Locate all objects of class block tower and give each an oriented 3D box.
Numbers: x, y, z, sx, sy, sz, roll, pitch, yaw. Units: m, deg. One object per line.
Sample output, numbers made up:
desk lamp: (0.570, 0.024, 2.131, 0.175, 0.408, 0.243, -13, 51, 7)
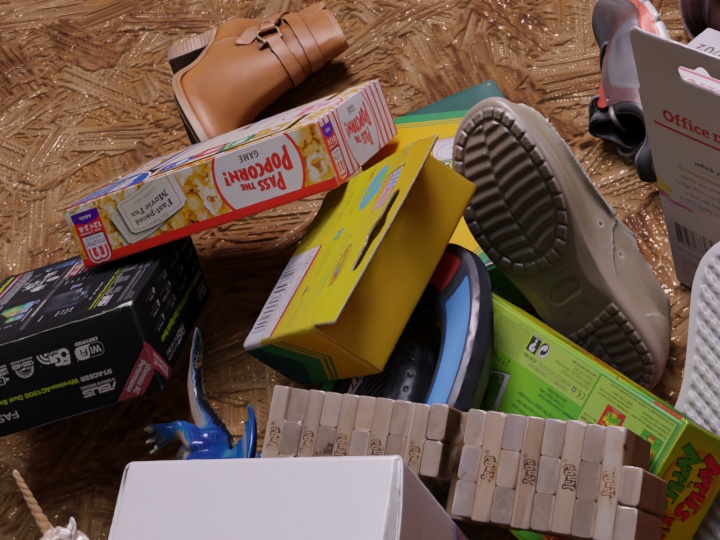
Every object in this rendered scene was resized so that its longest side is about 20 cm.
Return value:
block tower: (0.049, 0.097, 0.706, 0.197, 0.058, 0.055, 5, 77, 26)

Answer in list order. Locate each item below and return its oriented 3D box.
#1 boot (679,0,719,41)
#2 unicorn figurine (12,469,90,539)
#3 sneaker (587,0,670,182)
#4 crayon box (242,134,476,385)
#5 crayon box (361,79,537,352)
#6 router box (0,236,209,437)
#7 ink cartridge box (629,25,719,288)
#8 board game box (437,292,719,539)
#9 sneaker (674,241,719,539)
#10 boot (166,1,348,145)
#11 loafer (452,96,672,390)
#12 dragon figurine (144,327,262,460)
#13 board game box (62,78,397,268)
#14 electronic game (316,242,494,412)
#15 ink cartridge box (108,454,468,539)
boot: (0.270, -0.224, 1.030, 0.071, 0.168, 0.201, -17, 39, 6)
unicorn figurine: (-0.149, 0.214, 0.823, 0.197, 0.075, 0.138, 14, 40, 18)
sneaker: (0.195, -0.137, 1.045, 0.081, 0.077, 0.201, -26, 38, 6)
crayon box: (0.000, 0.000, 0.864, 0.128, 0.050, 0.200, -61, 12, -14)
crayon box: (0.075, -0.044, 1.006, 0.117, 0.059, 0.201, -22, 39, 0)
router box: (-0.195, 0.040, 0.981, 0.148, 0.063, 0.200, -16, 15, 8)
ink cartridge box: (0.234, -0.063, 0.839, 0.068, 0.201, 0.115, -37, 41, -19)
board game box: (0.107, 0.094, 0.786, 0.103, 0.047, 0.200, -61, 33, 4)
sneaker: (0.212, 0.091, 0.788, 0.075, 0.104, 0.203, 8, 77, 36)
boot: (-0.081, -0.163, 1.209, 0.153, 0.074, 0.201, -18, 42, -1)
loafer: (0.126, -0.018, 0.878, 0.075, 0.202, 0.068, -28, 3, 36)
dragon figurine: (-0.084, 0.124, 0.892, 0.098, 0.059, 0.202, -8, 42, 18)
board game box: (-0.087, -0.070, 1.000, 0.198, 0.047, 0.152, -17, 12, 22)
electronic game: (0.015, 0.076, 0.841, 0.201, 0.041, 0.201, -52, 22, 30)
ink cartridge box: (-0.017, 0.166, 0.692, 0.143, 0.200, 0.085, -4, 58, 21)
